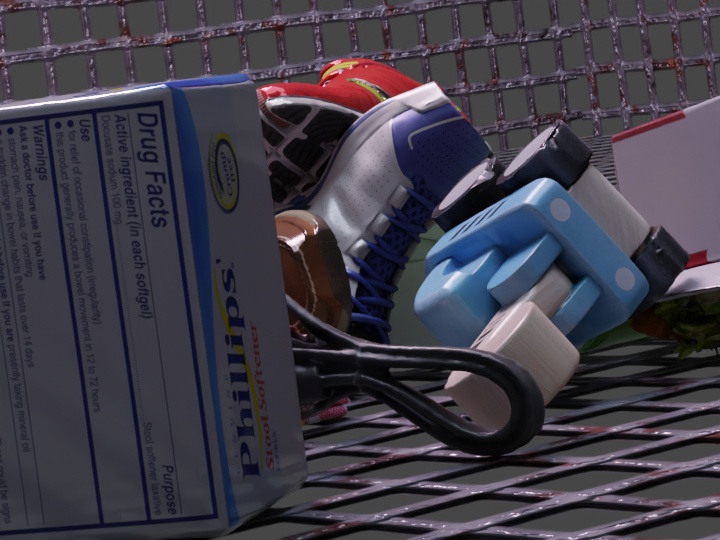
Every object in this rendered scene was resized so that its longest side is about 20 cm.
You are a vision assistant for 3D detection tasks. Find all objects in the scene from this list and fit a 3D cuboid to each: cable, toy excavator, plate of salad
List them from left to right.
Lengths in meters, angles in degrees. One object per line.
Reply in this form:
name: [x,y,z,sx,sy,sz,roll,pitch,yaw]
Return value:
cable: [-0.010,0.042,1.353,0.199,0.098,0.050,-2,-4,18]
toy excavator: [0.078,0.023,1.462,0.200,0.100,0.194,-51,11,-32]
plate of salad: [0.234,0.016,1.563,0.199,0.048,0.200,-8,-6,-1]

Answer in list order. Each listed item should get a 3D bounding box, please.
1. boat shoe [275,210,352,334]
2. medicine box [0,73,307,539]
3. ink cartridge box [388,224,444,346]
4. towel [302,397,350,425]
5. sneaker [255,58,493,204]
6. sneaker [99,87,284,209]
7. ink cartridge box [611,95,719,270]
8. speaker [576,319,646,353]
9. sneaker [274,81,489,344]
boat shoe: [-0.071,0.022,1.517,0.073,0.076,0.200,-18,-3,-28]
medicine box: [-0.139,0.020,1.255,0.199,0.184,0.103,-6,5,18]
ink cartridge box: [0.002,0.005,1.821,0.144,0.088,0.200,-10,4,-19]
towel: [-0.120,0.074,1.520,0.199,0.030,0.146,-11,5,-33]
sneaker: [-0.009,-0.085,1.711,0.077,0.085,0.199,-43,-28,26]
sneaker: [-0.097,-0.070,1.739,0.113,0.076,0.200,30,32,19]
ink cartridge box: [0.257,-0.053,1.579,0.199,0.083,0.146,-7,-6,-28]
speaker: [0.163,-0.004,1.680,0.199,0.089,0.088,-11,6,-37]
sneaker: [-0.001,0.000,1.638,0.199,0.115,0.081,-38,-37,10]
